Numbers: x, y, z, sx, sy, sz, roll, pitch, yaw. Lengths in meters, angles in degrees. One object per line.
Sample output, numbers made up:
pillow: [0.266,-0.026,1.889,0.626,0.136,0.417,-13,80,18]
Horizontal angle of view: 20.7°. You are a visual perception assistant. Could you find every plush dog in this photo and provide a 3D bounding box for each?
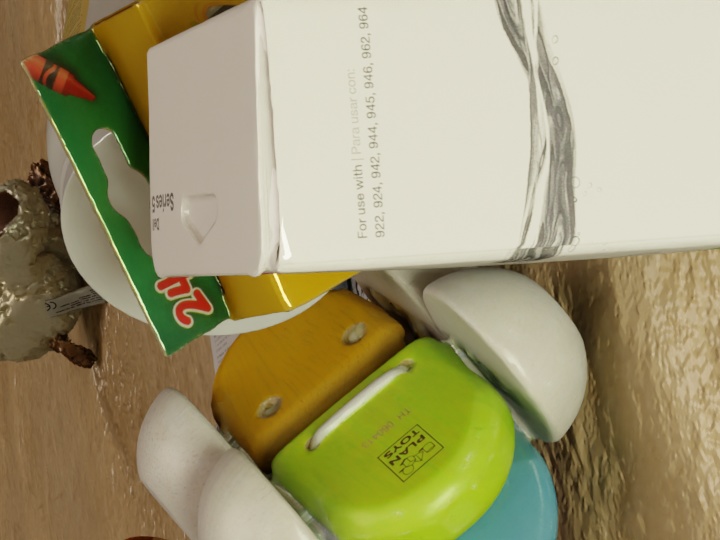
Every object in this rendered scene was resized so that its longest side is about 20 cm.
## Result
plush dog: [-0.302,0.001,1.776,0.200,0.160,0.172,-50,24,23]

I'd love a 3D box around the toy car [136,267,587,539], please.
toy car: [0.014,0.085,0.854,0.150,0.175,0.200,56,169,-26]

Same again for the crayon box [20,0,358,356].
crayon box: [-0.013,-0.067,0.752,0.051,0.200,0.127,-10,109,60]

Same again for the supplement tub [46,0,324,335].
supplement tub: [-0.064,-0.083,0.879,0.200,0.145,0.146,-91,12,-49]

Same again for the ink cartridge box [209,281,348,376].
ink cartridge box: [-0.038,0.056,1.018,0.119,0.042,0.201,-40,59,59]

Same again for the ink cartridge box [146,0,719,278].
ink cartridge box: [0.041,-0.044,0.652,0.145,0.199,0.084,177,89,-70]

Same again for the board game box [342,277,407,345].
board game box: [0.000,0.000,1.022,0.126,0.034,0.201,144,121,-68]

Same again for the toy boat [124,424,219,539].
toy boat: [-0.078,0.174,1.101,0.130,0.130,0.201,142,136,-66]
